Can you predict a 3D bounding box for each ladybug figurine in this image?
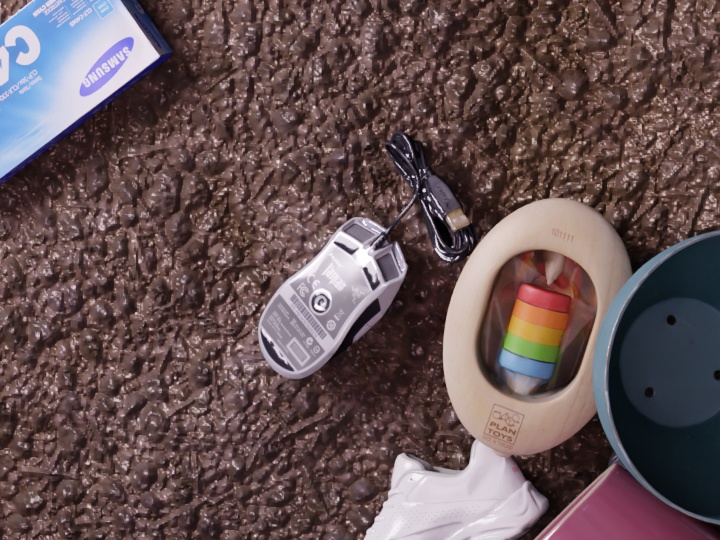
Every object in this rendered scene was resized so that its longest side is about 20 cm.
[{"bbox_3d":[0.133,0.042,1.732,0.135,0.072,0.201,21,101,6],"label":"ladybug figurine"}]

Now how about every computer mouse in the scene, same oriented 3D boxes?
[{"bbox_3d":[0.000,0.000,1.763,0.200,0.044,0.110,-46,67,18],"label":"computer mouse"}]

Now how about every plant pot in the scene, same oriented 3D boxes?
[{"bbox_3d":[0.245,0.070,1.639,0.198,0.135,0.202,-1,92,-13],"label":"plant pot"},{"bbox_3d":[0.199,0.244,1.654,0.179,0.200,0.200,46,104,6],"label":"plant pot"}]

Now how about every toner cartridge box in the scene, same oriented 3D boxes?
[{"bbox_3d":[-0.251,-0.146,1.793,0.199,0.043,0.095,-36,92,14],"label":"toner cartridge box"}]

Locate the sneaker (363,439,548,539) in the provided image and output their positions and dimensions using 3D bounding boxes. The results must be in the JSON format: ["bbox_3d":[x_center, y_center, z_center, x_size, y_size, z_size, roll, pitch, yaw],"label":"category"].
[{"bbox_3d":[0.040,0.193,1.781,0.199,0.078,0.100,-31,84,6],"label":"sneaker"}]

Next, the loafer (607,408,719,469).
[{"bbox_3d":[0.282,0.134,1.728,0.199,0.068,0.071,-21,130,7],"label":"loafer"}]
